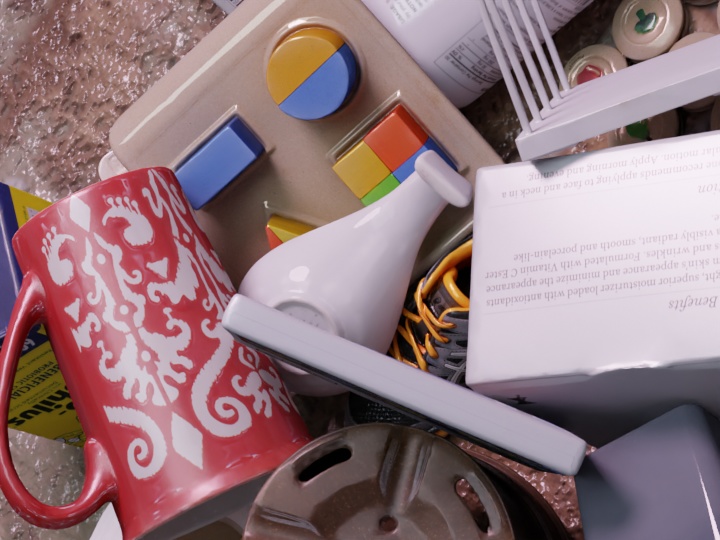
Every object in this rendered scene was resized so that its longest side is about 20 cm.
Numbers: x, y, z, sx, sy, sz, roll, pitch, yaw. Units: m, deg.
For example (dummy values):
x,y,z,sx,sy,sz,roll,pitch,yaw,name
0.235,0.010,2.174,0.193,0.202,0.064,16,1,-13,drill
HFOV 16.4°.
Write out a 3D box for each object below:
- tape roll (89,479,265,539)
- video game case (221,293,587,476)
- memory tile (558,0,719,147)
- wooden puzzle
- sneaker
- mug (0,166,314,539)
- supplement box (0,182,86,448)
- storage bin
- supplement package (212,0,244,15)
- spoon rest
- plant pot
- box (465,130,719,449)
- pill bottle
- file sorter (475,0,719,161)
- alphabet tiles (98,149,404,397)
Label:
x,y,z,sx,sy,sz,roll,pitch,yaw,name
-0.083,0.211,1.585,0.202,0.071,0.203,-12,68,32,tape roll
0.022,0.064,1.366,0.199,0.182,0.023,23,86,1,video game case
0.221,-0.140,1.517,0.200,0.017,0.153,-49,55,12,memory tile
-0.035,-0.066,1.541,0.185,0.046,0.200,-41,91,18,wooden puzzle
0.055,0.032,1.541,0.200,0.077,0.078,-47,57,16,sneaker
-0.134,0.053,1.480,0.133,0.177,0.201,-32,78,39,mug
-0.201,0.035,1.640,0.109,0.200,0.110,-31,60,25,supplement box
0.204,0.161,1.331,0.145,0.200,0.135,-31,51,23,storage bin
-0.079,-0.282,1.629,0.151,0.200,0.152,-41,28,17,supplement package
0.000,0.000,1.511,0.099,0.061,0.200,43,122,-2,spoon rest
0.023,0.177,1.400,0.199,0.198,0.201,-2,75,7,plant pot
0.192,0.019,1.372,0.198,0.200,0.131,-7,70,33,box
0.064,-0.174,1.576,0.200,0.113,0.114,-39,57,18,pill bottle
0.146,-0.154,1.401,0.138,0.200,0.125,-20,97,14,file sorter
-0.069,-0.018,1.596,0.200,0.015,0.196,-32,92,-3,alphabet tiles
